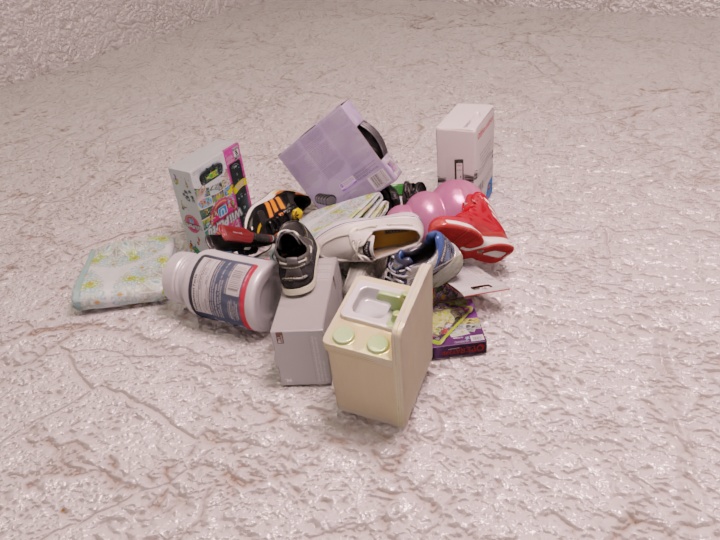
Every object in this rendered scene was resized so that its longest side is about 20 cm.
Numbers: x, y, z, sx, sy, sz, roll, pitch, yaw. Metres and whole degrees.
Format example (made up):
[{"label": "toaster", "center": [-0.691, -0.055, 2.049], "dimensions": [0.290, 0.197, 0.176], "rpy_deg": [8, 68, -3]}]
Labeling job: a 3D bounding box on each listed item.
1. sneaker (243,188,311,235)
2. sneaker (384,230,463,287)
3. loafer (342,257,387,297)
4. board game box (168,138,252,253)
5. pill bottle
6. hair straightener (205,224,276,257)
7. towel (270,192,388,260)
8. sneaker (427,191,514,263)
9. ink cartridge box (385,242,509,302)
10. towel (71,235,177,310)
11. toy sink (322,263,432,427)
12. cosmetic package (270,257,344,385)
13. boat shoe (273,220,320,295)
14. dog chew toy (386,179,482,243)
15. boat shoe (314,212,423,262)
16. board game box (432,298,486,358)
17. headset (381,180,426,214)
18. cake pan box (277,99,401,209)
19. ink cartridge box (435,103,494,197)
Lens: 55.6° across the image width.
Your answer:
[{"label": "sneaker", "center": [-0.169, -0.114, 1.417], "dimensions": [0.089, 0.071, 0.200], "rpy_deg": [2, 31, 19]}, {"label": "sneaker", "center": [0.065, 0.011, 1.072], "dimensions": [0.200, 0.085, 0.077], "rpy_deg": [-43, 43, -4]}, {"label": "loafer", "center": [0.000, 0.000, 1.219], "dimensions": [0.069, 0.071, 0.200], "rpy_deg": [-1, 25, 17]}, {"label": "board game box", "center": [-0.287, -0.136, 1.350], "dimensions": [0.064, 0.202, 0.148], "rpy_deg": [14, 38, 28]}, {"label": "pill bottle", "center": [-0.231, 0.027, 1.163], "dimensions": [0.198, 0.121, 0.120], "rpy_deg": [11, 36, 25]}, {"label": "hair straightener", "center": [-0.225, -0.051, 1.284], "dimensions": [0.077, 0.041, 0.200], "rpy_deg": [-35, -11, 22]}, {"label": "towel", "center": [-0.058, -0.079, 1.307], "dimensions": [0.199, 0.048, 0.171], "rpy_deg": [-12, 22, 34]}, {"label": "sneaker", "center": [0.174, -0.083, 1.172], "dimensions": [0.199, 0.078, 0.116], "rpy_deg": [17, 46, -44]}, {"label": "ink cartridge box", "center": [0.144, 0.013, 1.160], "dimensions": [0.108, 0.051, 0.200], "rpy_deg": [-6, 29, -34]}, {"label": "towel", "center": [-0.445, 0.002, 1.307], "dimensions": [0.169, 0.049, 0.201], "rpy_deg": [-9, 33, -2]}, {"label": "toy sink", "center": [0.026, 0.091, 0.918], "dimensions": [0.111, 0.201, 0.131], "rpy_deg": [12, 48, 18]}, {"label": "cosmetic package", "center": [-0.078, 0.076, 1.074], "dimensions": [0.089, 0.108, 0.201], "rpy_deg": [-4, 34, 5]}, {"label": "boat shoe", "center": [-0.106, -0.038, 1.101], "dimensions": [0.071, 0.068, 0.200], "rpy_deg": [-16, 30, 1]}, {"label": "dog chew toy", "center": [0.138, -0.098, 1.291], "dimensions": [0.198, 0.125, 0.125], "rpy_deg": [-15, 33, -9]}, {"label": "boat shoe", "center": [0.010, -0.046, 1.151], "dimensions": [0.198, 0.071, 0.070], "rpy_deg": [-9, 26, 4]}, {"label": "board game box", "center": [0.090, 0.097, 1.084], "dimensions": [0.198, 0.033, 0.120], "rpy_deg": [-6, 35, 0]}, {"label": "headset", "center": [0.083, -0.160, 1.423], "dimensions": [0.122, 0.095, 0.200], "rpy_deg": [-9, 21, -3]}, {"label": "cake pan box", "center": [-0.041, -0.217, 1.378], "dimensions": [0.199, 0.185, 0.052], "rpy_deg": [-32, 15, 33]}, {"label": "ink cartridge box", "center": [0.216, -0.222, 1.397], "dimensions": [0.084, 0.202, 0.146], "rpy_deg": [9, 35, 23]}]
